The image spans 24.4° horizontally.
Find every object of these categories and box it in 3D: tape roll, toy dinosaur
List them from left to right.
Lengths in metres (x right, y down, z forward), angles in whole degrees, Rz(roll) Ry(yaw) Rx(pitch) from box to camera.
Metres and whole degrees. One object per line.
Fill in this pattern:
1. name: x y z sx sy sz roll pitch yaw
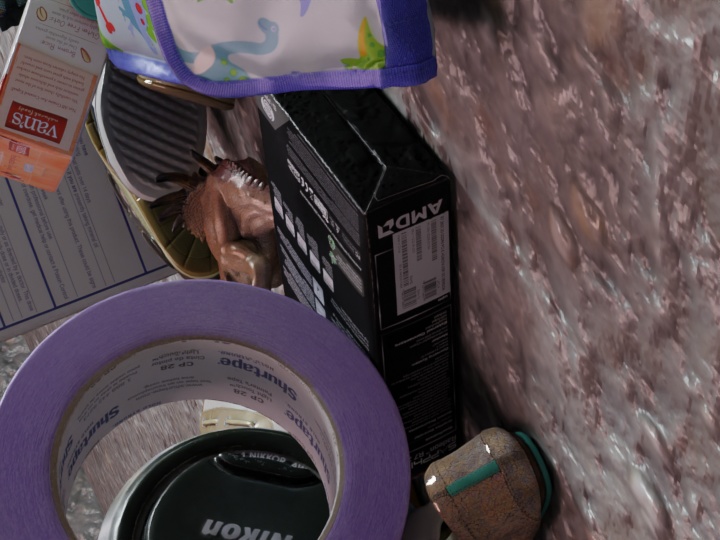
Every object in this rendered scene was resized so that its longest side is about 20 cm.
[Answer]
1. tape roll: -0.077 0.106 0.793 0.201 0.198 0.066 61 161 26
2. toy dinosaur: -0.071 -0.031 1.002 0.200 0.085 0.137 127 127 -65

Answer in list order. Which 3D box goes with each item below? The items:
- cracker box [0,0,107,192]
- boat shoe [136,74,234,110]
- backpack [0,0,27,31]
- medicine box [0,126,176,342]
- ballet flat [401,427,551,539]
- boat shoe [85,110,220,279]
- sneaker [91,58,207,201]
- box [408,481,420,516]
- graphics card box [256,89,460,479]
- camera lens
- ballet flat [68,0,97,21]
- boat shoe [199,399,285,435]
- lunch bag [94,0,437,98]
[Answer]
1. cracker box: -0.180 -0.159 1.034 0.134 0.057 0.202 157 129 -74
2. boat shoe: -0.103 -0.148 0.999 0.200 0.071 0.068 -131 57 -69
3. backpack: -0.308 -0.313 1.326 0.201 0.149 0.178 93 153 -46
4. medicine box: -0.247 -0.057 1.330 0.184 0.198 0.103 69 162 -3
5. ballet flat: 0.049 0.144 0.840 0.068 0.067 0.201 56 160 32
6. boat shoe: -0.159 -0.073 1.252 0.202 0.071 0.066 59 157 17
7. sneaker: -0.156 -0.141 1.148 0.079 0.078 0.202 150 110 -69
8. box: 0.007 0.180 1.084 0.200 0.041 0.120 166 83 -77
9. graphics card box: 0.000 0.000 0.849 0.126 0.050 0.201 53 159 42
10. camera lens: -0.064 0.197 0.926 0.161 0.159 0.201 58 158 32
11. ballet flat: -0.134 -0.242 0.936 0.071 0.068 0.202 -96 13 -59
12. boat shoe: -0.038 0.100 1.002 0.200 0.074 0.069 16 82 63
13. lunch bag: -0.045 -0.166 0.674 0.199 0.127 0.172 20 128 53
